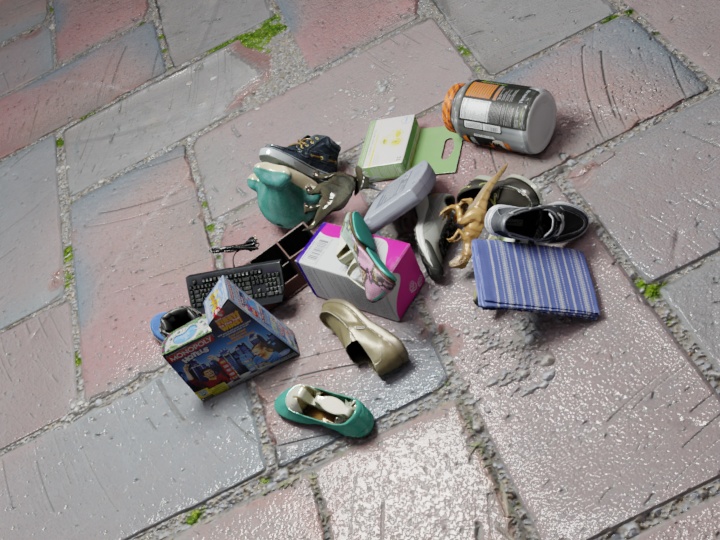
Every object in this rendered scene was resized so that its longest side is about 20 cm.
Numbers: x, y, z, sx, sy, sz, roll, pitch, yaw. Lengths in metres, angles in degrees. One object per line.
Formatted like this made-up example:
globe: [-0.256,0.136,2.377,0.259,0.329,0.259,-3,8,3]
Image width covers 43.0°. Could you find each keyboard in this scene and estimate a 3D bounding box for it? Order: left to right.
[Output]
keyboard: [-0.233,0.007,1.678,0.197,0.021,0.129,-9,88,19]

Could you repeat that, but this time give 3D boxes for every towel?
towel: [0.277,0.014,1.466,0.197,0.024,0.146,6,48,-10]

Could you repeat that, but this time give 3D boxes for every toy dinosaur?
toy dinosaur: [-0.049,-0.145,1.702,0.101,0.078,0.200,-3,27,35]
toy dinosaur: [0.199,-0.100,1.583,0.106,0.060,0.202,30,105,46]

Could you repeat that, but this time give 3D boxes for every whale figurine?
whale figurine: [-0.152,-0.145,1.773,0.157,0.200,0.105,14,81,12]

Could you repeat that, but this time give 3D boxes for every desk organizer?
desk organizer: [-0.156,0.005,1.716,0.199,0.077,0.072,-37,44,-8]

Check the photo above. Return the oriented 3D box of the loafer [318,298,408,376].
loafer: [-0.008,0.112,1.546,0.067,0.077,0.199,-42,45,-23]

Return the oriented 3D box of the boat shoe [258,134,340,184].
boat shoe: [-0.119,-0.236,1.820,0.070,0.199,0.092,4,80,41]

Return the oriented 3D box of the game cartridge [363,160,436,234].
game cartridge: [0.078,-0.140,1.680,0.133,0.041,0.200,-37,11,22]

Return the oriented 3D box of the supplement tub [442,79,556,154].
supplement tub: [0.263,-0.298,1.747,0.198,0.123,0.123,18,60,38]

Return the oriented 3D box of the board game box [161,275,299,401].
board game box: [-0.235,0.110,1.572,0.198,0.201,0.062,-25,44,2]

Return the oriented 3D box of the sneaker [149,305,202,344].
sneaker: [-0.343,0.100,1.699,0.199,0.112,0.077,27,66,41]

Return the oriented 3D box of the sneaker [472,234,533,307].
sneaker: [0.227,-0.013,1.557,0.088,0.077,0.201,-1,44,42]

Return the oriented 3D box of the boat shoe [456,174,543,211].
boat shoe: [0.243,-0.126,1.610,0.060,0.072,0.201,-34,19,-19]

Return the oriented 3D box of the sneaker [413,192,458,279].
sneaker: [0.139,-0.071,1.643,0.078,0.074,0.202,-9,47,12]

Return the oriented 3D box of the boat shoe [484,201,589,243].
boat shoe: [0.304,-0.078,1.505,0.198,0.073,0.068,3,9,-25]

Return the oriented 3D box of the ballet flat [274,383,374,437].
ballet flat: [-0.068,0.216,1.486,0.198,0.071,0.068,10,56,34]

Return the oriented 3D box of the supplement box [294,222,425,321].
supplement box: [0.000,0.000,1.625,0.198,0.104,0.102,16,58,37]

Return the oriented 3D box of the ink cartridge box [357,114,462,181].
ink cartridge box: [0.102,-0.251,1.842,0.198,0.048,0.147,-5,48,26]

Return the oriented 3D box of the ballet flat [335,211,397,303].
ballet flat: [-0.001,-0.021,1.535,0.071,0.069,0.201,-42,43,14]
